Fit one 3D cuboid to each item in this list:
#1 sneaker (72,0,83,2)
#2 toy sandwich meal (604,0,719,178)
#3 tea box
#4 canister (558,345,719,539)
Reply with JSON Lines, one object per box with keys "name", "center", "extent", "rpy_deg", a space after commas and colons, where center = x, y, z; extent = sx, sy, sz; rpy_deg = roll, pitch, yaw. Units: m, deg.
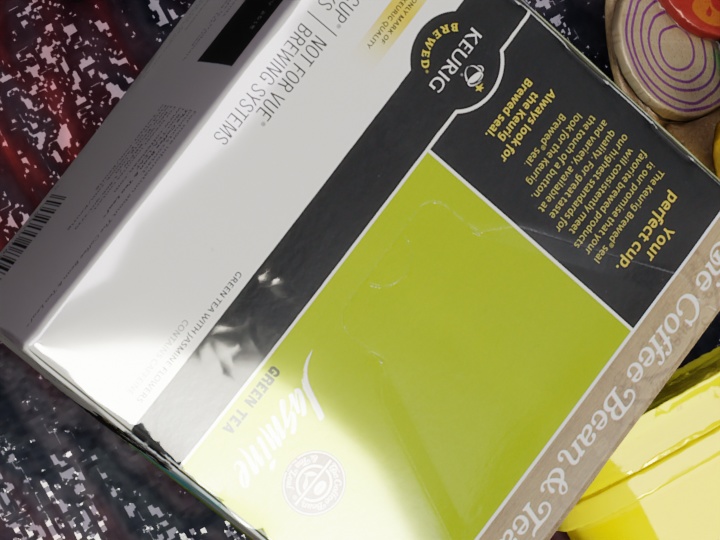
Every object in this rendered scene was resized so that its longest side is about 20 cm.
{"name": "sneaker", "center": [-0.088, -0.146, 1.042], "extent": [0.199, 0.076, 0.088], "rpy_deg": [2, 105, -6]}
{"name": "toy sandwich meal", "center": [0.192, -0.091, 1.040], "extent": [0.204, 0.070, 0.206], "rpy_deg": [4, 78, -18]}
{"name": "tea box", "center": [0.000, 0.000, 0.977], "extent": [0.197, 0.134, 0.200], "rpy_deg": [41, 83, -17]}
{"name": "canister", "center": [0.172, 0.127, 1.032], "extent": [0.148, 0.087, 0.201], "rpy_deg": [-29, 91, -8]}
